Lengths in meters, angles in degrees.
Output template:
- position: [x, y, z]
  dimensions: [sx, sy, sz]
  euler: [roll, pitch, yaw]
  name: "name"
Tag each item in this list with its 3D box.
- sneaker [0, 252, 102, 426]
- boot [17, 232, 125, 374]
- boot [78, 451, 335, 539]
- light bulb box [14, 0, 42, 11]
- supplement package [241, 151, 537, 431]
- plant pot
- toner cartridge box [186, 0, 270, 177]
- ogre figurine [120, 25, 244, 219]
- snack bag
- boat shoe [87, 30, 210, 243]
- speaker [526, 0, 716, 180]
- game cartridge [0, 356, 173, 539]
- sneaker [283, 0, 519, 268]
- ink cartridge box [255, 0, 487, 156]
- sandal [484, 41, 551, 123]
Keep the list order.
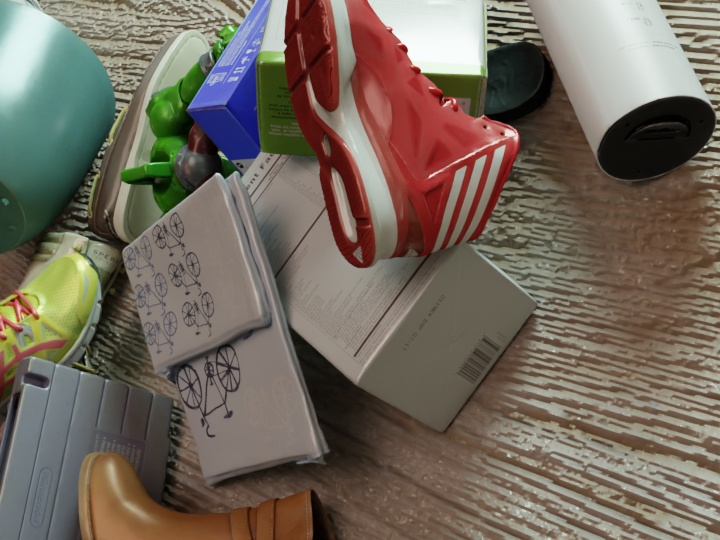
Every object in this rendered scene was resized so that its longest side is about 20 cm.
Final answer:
- position: [-0.284, 0.059, 0.921]
  dimensions: [0.200, 0.090, 0.078]
  euler: [-48, 48, -5]
  name: "sneaker"
- position: [-0.240, 0.050, 1.004]
  dimensions: [0.200, 0.072, 0.155]
  euler: [17, 76, 41]
  name: "boot"
- position: [-0.099, 0.185, 0.820]
  dimensions: [0.155, 0.074, 0.200]
  euler: [-32, 71, 12]
  name: "boot"
- position: [-0.418, -0.201, 1.227]
  dimensions: [0.198, 0.125, 0.200]
  euler: [-43, 48, 10]
  name: "light bulb box"
- position: [0.000, 0.000, 0.823]
  dimensions: [0.114, 0.110, 0.200]
  euler: [-53, 48, 2]
  name: "supplement package"
- position: [-0.332, -0.109, 1.041]
  dimensions: [0.200, 0.201, 0.161]
  euler: [-19, 42, 28]
  name: "plant pot"
- position: [-0.048, -0.165, 0.923]
  dimensions: [0.043, 0.095, 0.200]
  euler: [2, 53, 39]
  name: "toner cartridge box"
- position: [-0.124, -0.086, 0.962]
  dimensions: [0.120, 0.098, 0.200]
  euler: [-5, 108, 40]
  name: "ogre figurine"
- position: [-0.102, 0.052, 0.834]
  dimensions: [0.189, 0.021, 0.200]
  euler: [-25, 81, 54]
  name: "snack bag"
- position: [-0.187, -0.120, 1.052]
  dimensions: [0.059, 0.072, 0.200]
  euler: [8, 78, 36]
  name: "boat shoe"
- position: [0.166, -0.158, 0.803]
  dimensions: [0.081, 0.081, 0.200]
  euler: [-30, 53, 20]
  name: "speaker"
- position: [-0.209, 0.176, 0.875]
  dimensions: [0.038, 0.130, 0.200]
  euler: [-19, 56, 45]
  name: "game cartridge"
- position: [0.026, -0.102, 0.727]
  dimensions: [0.078, 0.115, 0.200]
  euler: [150, 111, -65]
  name: "sneaker"
- position: [0.013, -0.169, 0.844]
  dimensions: [0.148, 0.076, 0.200]
  euler: [4, 43, 2]
  name: "ink cartridge box"
- position: [0.044, -0.129, 0.899]
  dimensions: [0.200, 0.048, 0.075]
  euler: [-19, 58, 27]
  name: "sandal"
